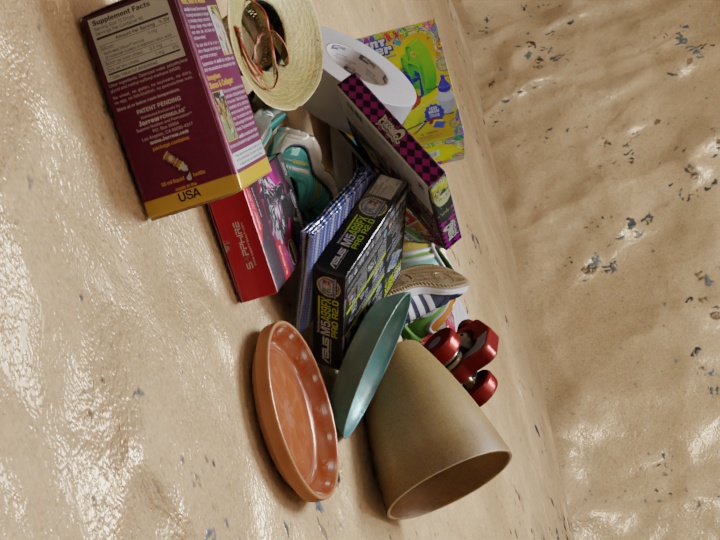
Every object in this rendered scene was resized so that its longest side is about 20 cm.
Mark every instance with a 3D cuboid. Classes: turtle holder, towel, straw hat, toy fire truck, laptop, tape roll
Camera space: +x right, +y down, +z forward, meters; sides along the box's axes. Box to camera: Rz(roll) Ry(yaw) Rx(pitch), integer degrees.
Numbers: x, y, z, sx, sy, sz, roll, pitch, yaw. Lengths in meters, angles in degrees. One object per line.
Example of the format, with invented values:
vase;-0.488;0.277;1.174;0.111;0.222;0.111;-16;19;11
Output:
turtle holder;0.070;0.010;1.934;0.141;0.131;0.187;30;29;-60
towel;-0.035;-0.029;1.566;0.200;0.024;0.146;-50;153;-54
straw hat;-0.134;-0.281;1.552;0.200;0.084;0.204;23;62;-52
toy fire truck;0.121;0.140;1.891;0.112;0.199;0.168;46;25;-15
laptop;-0.026;-0.066;1.796;0.200;0.115;0.188;50;-21;29
tape roll;-0.019;-0.270;1.830;0.198;0.067;0.201;25;27;-14

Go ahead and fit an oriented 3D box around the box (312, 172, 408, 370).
box;0.000;0.000;1.595;0.162;0.044;0.201;93;21;-43

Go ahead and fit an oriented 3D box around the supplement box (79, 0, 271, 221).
supplement box;-0.175;-0.166;1.236;0.131;0.102;0.203;-48;121;-74

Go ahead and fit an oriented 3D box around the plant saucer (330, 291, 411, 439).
plant saucer;0.007;0.112;1.603;0.200;0.036;0.202;24;89;-81

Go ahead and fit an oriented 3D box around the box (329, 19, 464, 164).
box;0.046;-0.258;1.988;0.122;0.197;0.195;70;6;-75

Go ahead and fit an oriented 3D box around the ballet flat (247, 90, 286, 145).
ballet flat;-0.137;-0.173;1.521;0.064;0.067;0.200;42;20;-9

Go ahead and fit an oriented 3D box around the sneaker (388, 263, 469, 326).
sneaker;0.066;0.058;1.821;0.070;0.198;0.110;37;-56;42

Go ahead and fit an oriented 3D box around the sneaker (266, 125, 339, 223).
sneaker;-0.084;-0.107;1.640;0.080;0.077;0.200;-64;156;-19

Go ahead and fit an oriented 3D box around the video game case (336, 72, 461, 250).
video game case;0.052;-0.140;1.670;0.200;0.036;0.182;50;-8;26

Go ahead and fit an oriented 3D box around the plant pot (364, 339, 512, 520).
plant pot;0.080;0.205;1.728;0.202;0.185;0.186;63;9;25

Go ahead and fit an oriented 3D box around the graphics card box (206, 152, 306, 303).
graphics card box;-0.113;-0.054;1.464;0.200;0.050;0.127;-60;133;-73

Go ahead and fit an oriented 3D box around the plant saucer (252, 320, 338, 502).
plant saucer;-0.074;0.157;1.411;0.200;0.032;0.203;-18;90;-76

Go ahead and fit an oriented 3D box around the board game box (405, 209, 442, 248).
board game box;0.065;-0.074;1.988;0.095;0.030;0.199;40;-12;-23

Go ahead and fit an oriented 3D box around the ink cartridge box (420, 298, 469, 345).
ink cartridge box;0.137;0.102;2.216;0.201;0.085;0.149;60;19;-49
